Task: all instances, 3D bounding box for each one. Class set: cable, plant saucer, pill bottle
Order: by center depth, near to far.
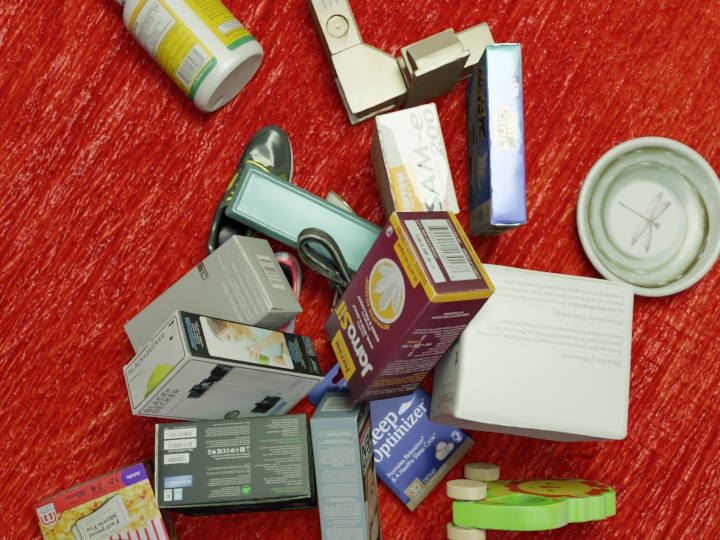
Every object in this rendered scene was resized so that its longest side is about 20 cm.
[{"bbox_3d":[-0.015,0.032,1.047,0.095,0.202,0.051,-2,49,19],"label":"cable"},{"bbox_3d":[-0.062,-0.058,1.047,0.197,0.019,0.071,25,85,-6],"label":"plant saucer"},{"bbox_3d":[-0.225,-0.308,1.078,0.113,0.113,0.200,-44,90,-2],"label":"pill bottle"},{"bbox_3d":[0.372,-0.068,1.120,0.195,0.050,0.205,0,88,-2],"label":"plant saucer"}]

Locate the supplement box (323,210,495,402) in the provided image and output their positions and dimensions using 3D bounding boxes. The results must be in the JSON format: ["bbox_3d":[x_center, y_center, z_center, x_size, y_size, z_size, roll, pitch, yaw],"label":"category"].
[{"bbox_3d":[0.047,0.042,0.946,0.084,0.201,0.112,-3,52,-33],"label":"supplement box"}]

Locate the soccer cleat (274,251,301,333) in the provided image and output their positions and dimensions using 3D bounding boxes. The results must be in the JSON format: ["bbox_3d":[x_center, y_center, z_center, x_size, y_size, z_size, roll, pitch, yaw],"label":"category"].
[{"bbox_3d":[-0.110,0.078,1.087,0.065,0.076,0.205,8,88,-1],"label":"soccer cleat"}]

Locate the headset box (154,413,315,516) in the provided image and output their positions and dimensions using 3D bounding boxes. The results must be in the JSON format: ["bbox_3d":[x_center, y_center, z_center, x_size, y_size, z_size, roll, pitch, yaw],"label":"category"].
[{"bbox_3d":[-0.140,0.237,1.026,0.170,0.201,0.095,-3,72,-3],"label":"headset box"}]

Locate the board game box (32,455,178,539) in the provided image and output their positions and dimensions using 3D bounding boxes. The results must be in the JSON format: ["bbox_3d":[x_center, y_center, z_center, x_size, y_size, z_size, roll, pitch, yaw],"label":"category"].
[{"bbox_3d":[-0.305,0.360,1.088,0.149,0.046,0.204,-21,89,-2],"label":"board game box"}]

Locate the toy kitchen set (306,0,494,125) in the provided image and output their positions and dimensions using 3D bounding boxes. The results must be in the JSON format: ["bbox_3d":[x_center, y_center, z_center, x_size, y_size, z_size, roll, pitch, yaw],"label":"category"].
[{"bbox_3d":[0.051,-0.309,1.061,0.196,0.163,0.184,-21,89,-3],"label":"toy kitchen set"}]

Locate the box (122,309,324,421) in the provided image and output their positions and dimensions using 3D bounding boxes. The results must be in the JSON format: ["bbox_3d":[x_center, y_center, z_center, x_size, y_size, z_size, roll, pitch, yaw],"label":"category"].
[{"bbox_3d":[-0.152,0.117,0.973,0.116,0.198,0.061,-41,53,27],"label":"box"}]

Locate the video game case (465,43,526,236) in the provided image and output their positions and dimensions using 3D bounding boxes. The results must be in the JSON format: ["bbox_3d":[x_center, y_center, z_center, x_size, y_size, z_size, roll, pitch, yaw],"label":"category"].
[{"bbox_3d":[0.161,-0.150,1.050,0.044,0.181,0.205,-1,88,-1],"label":"video game case"}]

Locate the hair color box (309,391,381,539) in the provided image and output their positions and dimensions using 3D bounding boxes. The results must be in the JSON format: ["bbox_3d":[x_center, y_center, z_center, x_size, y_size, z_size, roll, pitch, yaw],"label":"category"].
[{"bbox_3d":[-0.015,0.261,1.050,0.059,0.099,0.205,-3,100,10],"label":"hair color box"}]

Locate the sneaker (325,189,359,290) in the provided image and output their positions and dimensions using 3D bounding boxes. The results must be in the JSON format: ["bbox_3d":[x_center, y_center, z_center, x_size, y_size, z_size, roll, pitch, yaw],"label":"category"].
[{"bbox_3d":[0.000,0.000,1.103,0.090,0.067,0.201,-42,88,4],"label":"sneaker"}]

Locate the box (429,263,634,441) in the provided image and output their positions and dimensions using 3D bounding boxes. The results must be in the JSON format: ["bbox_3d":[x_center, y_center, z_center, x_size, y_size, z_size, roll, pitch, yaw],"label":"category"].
[{"bbox_3d":[0.195,0.105,1.022,0.195,0.199,0.176,7,78,-3],"label":"box"}]

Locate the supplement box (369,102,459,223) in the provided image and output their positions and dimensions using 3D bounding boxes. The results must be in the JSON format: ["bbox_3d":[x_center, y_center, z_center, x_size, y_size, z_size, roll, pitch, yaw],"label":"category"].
[{"bbox_3d":[0.060,-0.112,1.037,0.072,0.200,0.129,-13,89,-2],"label":"supplement box"}]

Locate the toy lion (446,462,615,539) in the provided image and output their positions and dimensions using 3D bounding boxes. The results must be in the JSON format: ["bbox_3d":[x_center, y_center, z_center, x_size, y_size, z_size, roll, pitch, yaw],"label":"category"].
[{"bbox_3d":[0.209,0.278,1.037,0.187,0.200,0.070,-1,86,17],"label":"toy lion"}]

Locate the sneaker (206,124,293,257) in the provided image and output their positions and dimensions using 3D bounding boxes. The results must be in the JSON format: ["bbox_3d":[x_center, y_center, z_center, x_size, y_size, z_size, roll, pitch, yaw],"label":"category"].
[{"bbox_3d":[-0.138,-0.088,1.088,0.073,0.085,0.204,20,88,-2],"label":"sneaker"}]

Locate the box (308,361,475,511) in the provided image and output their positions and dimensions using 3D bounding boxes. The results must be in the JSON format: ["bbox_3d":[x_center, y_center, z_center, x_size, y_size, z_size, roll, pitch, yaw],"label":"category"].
[{"bbox_3d":[0.037,0.193,1.111,0.200,0.032,0.121,45,88,1],"label":"box"}]

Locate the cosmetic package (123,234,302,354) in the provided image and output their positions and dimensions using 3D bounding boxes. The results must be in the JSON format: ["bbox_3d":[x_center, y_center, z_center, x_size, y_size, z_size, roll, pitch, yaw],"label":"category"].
[{"bbox_3d":[-0.179,0.058,1.041,0.199,0.090,0.108,-37,73,17],"label":"cosmetic package"}]
